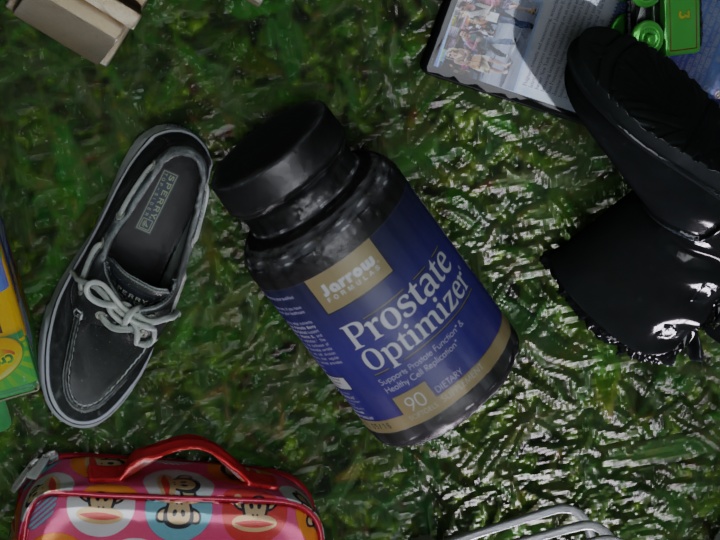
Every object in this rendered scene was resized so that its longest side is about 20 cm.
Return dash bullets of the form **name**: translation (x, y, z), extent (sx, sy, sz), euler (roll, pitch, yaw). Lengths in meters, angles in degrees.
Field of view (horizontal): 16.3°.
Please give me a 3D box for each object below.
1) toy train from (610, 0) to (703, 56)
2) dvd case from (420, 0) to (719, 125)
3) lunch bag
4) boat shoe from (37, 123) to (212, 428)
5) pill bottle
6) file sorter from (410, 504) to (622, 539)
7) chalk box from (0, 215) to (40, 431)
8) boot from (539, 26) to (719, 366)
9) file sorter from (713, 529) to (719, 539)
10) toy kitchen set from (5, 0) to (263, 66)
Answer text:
- **toy train**: translation (0.179, -0.223, 1.508), extent (0.056, 0.042, 0.201), euler (-8, 107, -19)
- **dvd case**: translation (0.151, -0.160, 1.552), extent (0.199, 0.018, 0.143), euler (17, 104, -16)
- **lunch bag**: translation (-0.124, 0.187, 1.579), extent (0.199, 0.082, 0.177), euler (6, 106, -11)
- **boat shoe**: translation (-0.140, 0.011, 1.528), extent (0.073, 0.068, 0.200), euler (25, 101, -16)
- **pill bottle**: translation (0.000, 0.000, 1.526), extent (0.112, 0.112, 0.200), euler (-36, 110, 3)
- **file sorter**: translation (0.124, 0.236, 1.562), extent (0.124, 0.200, 0.140), euler (-16, 98, -9)
- **chalk box**: translation (-0.262, 0.017, 1.479), extent (0.124, 0.124, 0.201), euler (-17, 109, -4)
- **boot**: translation (0.169, -0.039, 1.539), extent (0.198, 0.074, 0.162), euler (36, 133, -10)
- **file sorter**: translation (0.299, 0.233, 1.626), extent (0.138, 0.124, 0.201), euler (31, 87, -18)
- **toy kitchen set**: translation (-0.140, -0.189, 1.404), extent (0.199, 0.181, 0.164), euler (30, 101, -13)
